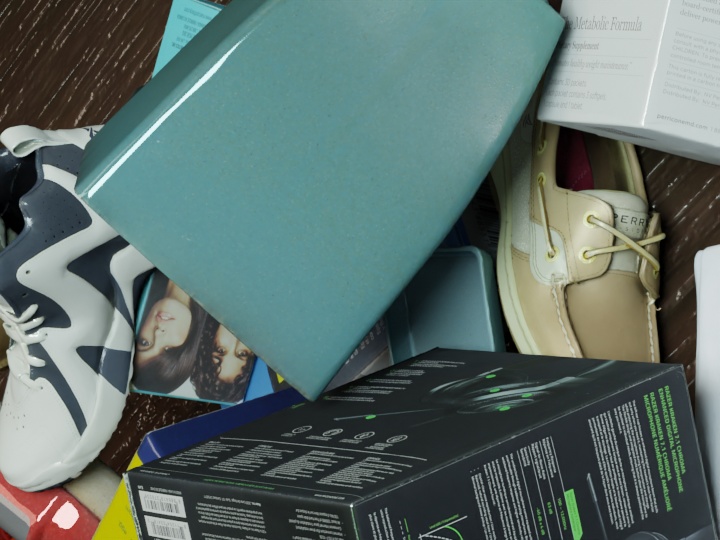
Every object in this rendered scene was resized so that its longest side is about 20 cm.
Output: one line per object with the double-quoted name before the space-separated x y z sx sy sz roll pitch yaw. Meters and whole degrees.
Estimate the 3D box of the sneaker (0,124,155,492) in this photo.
"sneaker" -0.170 0.014 1.319 0.080 0.129 0.200 48 118 43

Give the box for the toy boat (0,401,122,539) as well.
"toy boat" -0.183 0.172 1.464 0.130 0.200 0.131 34 71 22

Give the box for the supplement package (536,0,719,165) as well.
"supplement package" 0.167 -0.151 1.180 0.114 0.109 0.201 -168 90 -69

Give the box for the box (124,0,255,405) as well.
"box" -0.078 -0.035 1.385 0.049 0.082 0.201 25 102 50

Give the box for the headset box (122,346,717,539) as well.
"headset box" 0.031 0.103 1.162 0.174 0.199 0.093 1 108 53

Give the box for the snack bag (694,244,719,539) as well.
"snack bag" 0.206 0.061 1.115 0.199 0.021 0.190 -10 73 49

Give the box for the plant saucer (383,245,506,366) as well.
"plant saucer" 0.051 0.086 1.294 0.070 0.019 0.201 -1 100 44

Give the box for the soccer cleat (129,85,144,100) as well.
"soccer cleat" -0.099 -0.084 1.537 0.200 0.067 0.081 -36 52 42

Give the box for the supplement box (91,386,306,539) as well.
"supplement box" -0.073 0.172 1.357 0.109 0.109 0.200 50 132 24

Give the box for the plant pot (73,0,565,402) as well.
"plant pot" -0.011 -0.075 1.217 0.200 0.141 0.141 -48 10 6

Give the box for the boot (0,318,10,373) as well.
"boot" -0.175 0.028 1.465 0.066 0.200 0.176 39 135 23

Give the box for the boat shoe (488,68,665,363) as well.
"boat shoe" 0.107 -0.017 1.266 0.066 0.074 0.201 -42 51 42

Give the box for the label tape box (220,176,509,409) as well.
"label tape box" 0.000 0.000 1.397 0.200 0.063 0.145 -43 51 38
